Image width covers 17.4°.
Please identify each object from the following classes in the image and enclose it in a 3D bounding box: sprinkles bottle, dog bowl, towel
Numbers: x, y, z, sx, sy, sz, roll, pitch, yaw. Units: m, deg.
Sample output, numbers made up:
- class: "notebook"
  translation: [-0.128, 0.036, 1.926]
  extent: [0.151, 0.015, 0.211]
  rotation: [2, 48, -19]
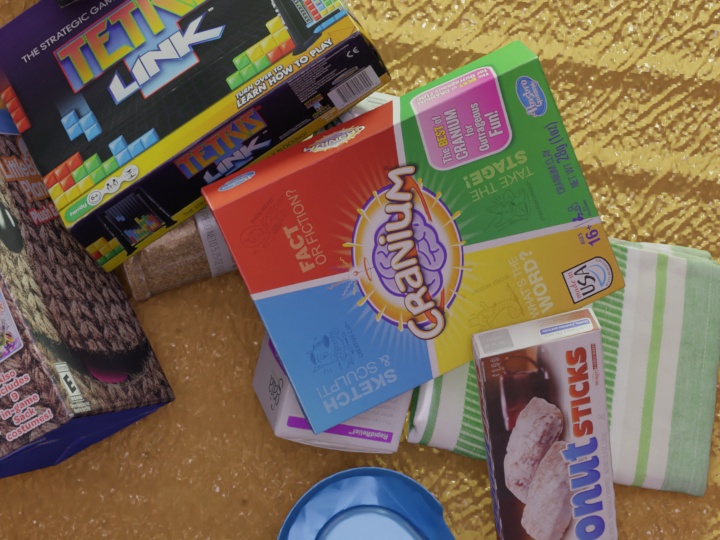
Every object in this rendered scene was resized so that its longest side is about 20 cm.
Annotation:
- class: "sprinkles bottle"
  translation: [-0.055, -0.042, 1.442]
  extent: [0.199, 0.068, 0.068]
  rotation: [-19, 82, -4]
- class: "dog bowl"
  translation: [0.034, 0.209, 1.416]
  extent: [0.111, 0.050, 0.200]
  rotation: [-43, 84, -8]
- class: "towel"
  translation: [0.128, 0.049, 1.429]
  extent: [0.199, 0.023, 0.153]
  rotation: [10, 81, -21]

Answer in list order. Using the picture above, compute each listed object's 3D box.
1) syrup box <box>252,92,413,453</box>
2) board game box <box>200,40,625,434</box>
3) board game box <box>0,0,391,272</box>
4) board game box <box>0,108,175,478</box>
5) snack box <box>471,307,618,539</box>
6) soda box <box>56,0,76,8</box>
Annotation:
- class: "syrup box"
  translation: [0.000, 0.000, 1.387]
  extent: [0.081, 0.079, 0.201]
  rotation: [11, 106, -16]
- class: "board game box"
  translation: [0.032, -0.018, 1.323]
  extent: [0.199, 0.040, 0.153]
  rotation: [-26, 112, -3]
- class: "board game box"
  translation: [-0.105, -0.121, 1.356]
  extent: [0.200, 0.057, 0.166]
  rotation: [-34, 54, 3]
- class: "board game box"
  translation: [-0.217, 0.013, 1.369]
  extent: [0.097, 0.159, 0.201]
  rotation: [-29, 83, 15]
- class: "snack box"
  translation: [0.111, 0.110, 1.378]
  extent: [0.072, 0.200, 0.024]
  rotation: [-13, 40, -5]
- class: "soda box"
  translation: [-0.184, -0.231, 1.402]
  extent: [0.063, 0.200, 0.071]
  rotation: [-26, 122, -6]
